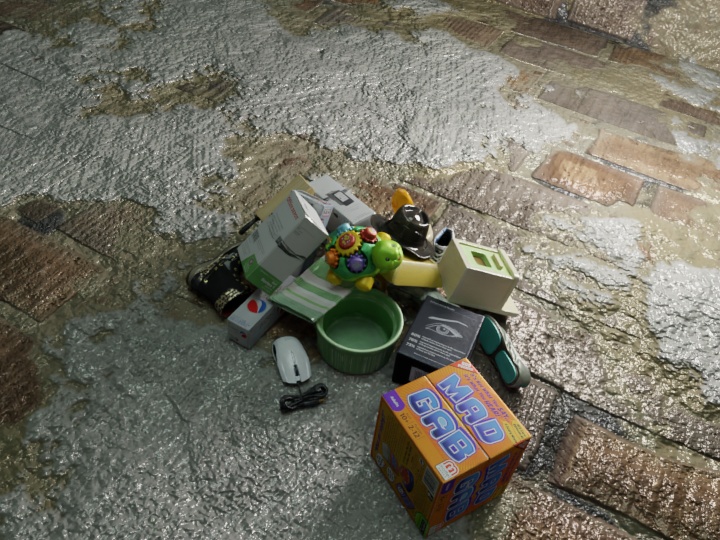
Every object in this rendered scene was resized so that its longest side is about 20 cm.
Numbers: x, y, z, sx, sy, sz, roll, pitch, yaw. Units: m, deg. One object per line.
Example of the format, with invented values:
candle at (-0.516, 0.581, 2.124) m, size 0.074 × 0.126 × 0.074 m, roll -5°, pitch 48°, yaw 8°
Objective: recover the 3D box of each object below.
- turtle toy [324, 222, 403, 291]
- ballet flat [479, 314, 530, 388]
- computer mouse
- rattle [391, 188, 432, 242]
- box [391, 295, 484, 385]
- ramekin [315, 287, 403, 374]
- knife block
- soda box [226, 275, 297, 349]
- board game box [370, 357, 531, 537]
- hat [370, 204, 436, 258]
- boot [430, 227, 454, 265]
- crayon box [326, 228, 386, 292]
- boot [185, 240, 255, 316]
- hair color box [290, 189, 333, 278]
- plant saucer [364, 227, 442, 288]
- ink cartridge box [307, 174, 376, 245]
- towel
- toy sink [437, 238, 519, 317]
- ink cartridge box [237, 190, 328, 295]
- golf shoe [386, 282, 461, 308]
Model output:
turtle toy at (0.005, -0.038, 1.480) m, size 0.199 × 0.101 × 0.147 m, roll 12°, pitch 67°, yaw 28°
ballet flat at (0.330, 0.189, 1.562) m, size 0.063 × 0.068 × 0.201 m, roll 15°, pitch 37°, yaw -34°
computer mouse at (-0.146, 0.210, 1.474) m, size 0.109 × 0.044 × 0.201 m, roll -11°, pitch 47°, yaw -17°
rattle at (0.112, -0.096, 1.751) m, size 0.129 × 0.144 × 0.200 m, roll 14°, pitch 40°, yaw 19°
box at (0.175, 0.174, 1.513) m, size 0.147 × 0.105 × 0.200 m, roll 21°, pitch 45°, yaw 15°
ramekin at (-0.007, 0.137, 1.530) m, size 0.198 × 0.098 × 0.201 m, roll 4°, pitch 44°, yaw -4°
knife block at (-0.221, -0.138, 1.725) m, size 0.175 × 0.201 × 0.064 m, roll -13°, pitch 47°, yaw -39°
soda box at (-0.224, 0.086, 1.575) m, size 0.063 × 0.068 × 0.200 m, roll 25°, pitch 47°, yaw 18°
board game box at (0.160, 0.330, 1.278) m, size 0.199 × 0.201 × 0.200 m, roll -19°, pitch 50°, yaw -25°
hat at (0.118, -0.112, 1.630) m, size 0.199 × 0.081 × 0.201 m, roll 25°, pitch 20°, yaw -10°
boot at (0.188, -0.026, 1.728) m, size 0.073 × 0.096 × 0.201 m, roll 18°, pitch 46°, yaw 11°
crayon box at (0.000, 0.000, 1.652) m, size 0.051 × 0.126 × 0.200 m, roll -33°, pitch 57°, yaw -26°
boot at (-0.300, 0.018, 1.631) m, size 0.199 × 0.074 × 0.150 m, roll -29°, pitch 53°, yaw -28°
hair color box at (-0.150, -0.087, 1.671) m, size 0.099 × 0.201 × 0.061 m, roll 26°, pitch 16°, yaw 19°
plant saucer at (0.087, -0.038, 1.602) m, size 0.199 × 0.049 × 0.200 m, roll 5°, pitch 32°, yaw -48°
ink cartridge box at (-0.061, -0.134, 1.771) m, size 0.083 × 0.146 × 0.200 m, roll -29°, pitch 54°, yaw -32°
towel at (-0.092, 0.035, 1.547) m, size 0.152 × 0.024 × 0.200 m, roll 21°, pitch 45°, yaw 38°
toy sink at (0.304, 0.015, 1.642) m, size 0.199 × 0.113 × 0.131 m, roll 14°, pitch 31°, yaw -19°
ink cartridge box at (-0.180, -0.065, 1.552) m, size 0.200 × 0.084 × 0.146 m, roll -44°, pitch 34°, yaw 10°
golf shoe at (0.165, 0.052, 1.637) m, size 0.199 × 0.078 × 0.098 m, roll 23°, pitch 63°, yaw 13°
